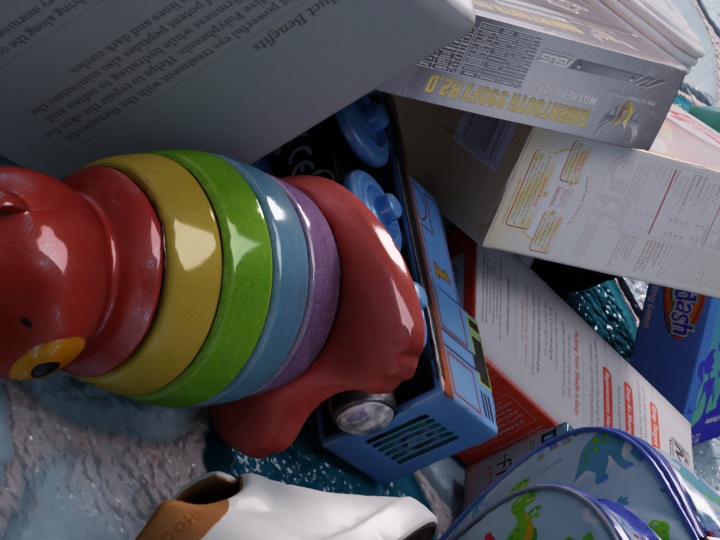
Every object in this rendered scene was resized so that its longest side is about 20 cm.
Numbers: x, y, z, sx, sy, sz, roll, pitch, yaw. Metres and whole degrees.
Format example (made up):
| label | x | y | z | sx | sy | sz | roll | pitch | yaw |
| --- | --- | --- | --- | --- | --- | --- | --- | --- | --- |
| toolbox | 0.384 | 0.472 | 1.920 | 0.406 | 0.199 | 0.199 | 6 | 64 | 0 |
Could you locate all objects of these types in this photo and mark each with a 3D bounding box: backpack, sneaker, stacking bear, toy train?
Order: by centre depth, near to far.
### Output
| label | x | y | z | sx | sy | sz | roll | pitch | yaw |
| --- | --- | --- | --- | --- | --- | --- | --- | --- | --- |
| stacking bear | -0.090 | 0.005 | 0.880 | 0.200 | 0.121 | 0.114 | 7 | 60 | -48 |
| sneaker | -0.029 | 0.111 | 0.917 | 0.085 | 0.073 | 0.200 | 35 | 7 | 18 |
| backpack | 0.101 | 0.172 | 0.954 | 0.147 | 0.183 | 0.200 | 33 | 25 | -37 |
| toy train | 0.000 | 0.000 | 1.057 | 0.114 | 0.086 | 0.201 | 41 | 31 | -49 |

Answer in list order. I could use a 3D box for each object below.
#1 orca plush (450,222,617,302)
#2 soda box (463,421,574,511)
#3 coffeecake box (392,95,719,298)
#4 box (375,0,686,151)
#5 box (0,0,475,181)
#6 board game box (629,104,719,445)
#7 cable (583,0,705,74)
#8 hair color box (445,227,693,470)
| label | x | y | z | sx | sy | sz | roll | pitch | yaw |
| --- | --- | --- | --- | --- | --- | --- | --- | --- | --- |
| orca plush | 0.112 | -0.006 | 1.290 | 0.105 | 0.071 | 0.200 | 20 | 14 | 20 |
| soda box | 0.136 | 0.167 | 1.132 | 0.200 | 0.068 | 0.064 | 43 | 32 | -31 |
| coffeecake box | 0.115 | -0.059 | 1.183 | 0.199 | 0.073 | 0.153 | 12 | 19 | -36 |
| box | 0.039 | -0.127 | 1.073 | 0.199 | 0.048 | 0.158 | 8 | 25 | -42 |
| box | -0.086 | -0.165 | 0.935 | 0.171 | 0.199 | 0.201 | 32 | 39 | -42 |
| board game box | 0.223 | 0.001 | 1.333 | 0.152 | 0.045 | 0.201 | -7 | 111 | -60 |
| cable | 0.125 | -0.177 | 1.346 | 0.200 | 0.069 | 0.200 | 37 | 14 | -15 |
| hair color box | 0.100 | 0.075 | 1.170 | 0.200 | 0.061 | 0.102 | 42 | 33 | -29 |
